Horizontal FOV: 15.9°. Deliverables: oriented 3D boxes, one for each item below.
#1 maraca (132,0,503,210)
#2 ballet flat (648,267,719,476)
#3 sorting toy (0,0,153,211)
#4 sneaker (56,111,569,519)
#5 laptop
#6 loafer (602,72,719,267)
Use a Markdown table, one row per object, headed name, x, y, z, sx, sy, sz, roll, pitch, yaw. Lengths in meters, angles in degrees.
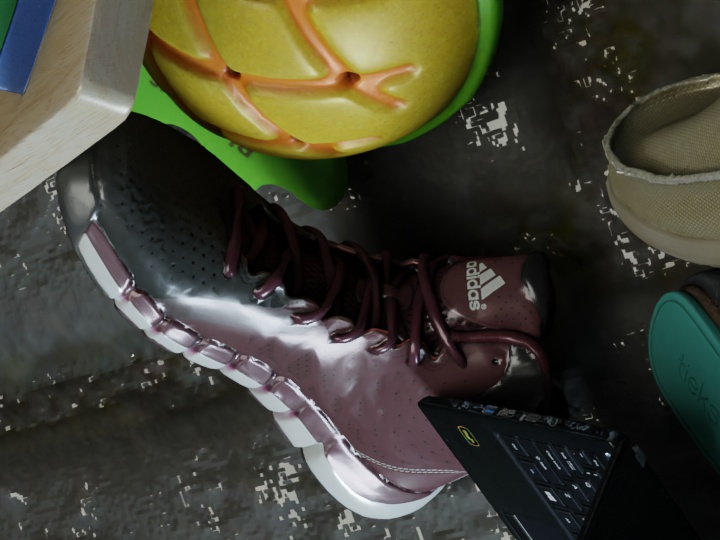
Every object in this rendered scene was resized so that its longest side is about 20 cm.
| name | x | y | z | sx | sy | sz | roll | pitch | yaw |
| --- | --- | --- | --- | --- | --- | --- | --- | --- | --- |
| maraca | -0.027 | -0.087 | 0.856 | 0.137 | 0.107 | 0.200 | 38 | 145 | -2 |
| ballet flat | 0.147 | 0.073 | 0.742 | 0.073 | 0.073 | 0.201 | -63 | 33 | 36 |
| sorting toy | -0.125 | -0.126 | 0.850 | 0.200 | 0.069 | 0.200 | -26 | 52 | 60 |
| sneaker | 0.000 | 0.000 | 0.848 | 0.115 | 0.076 | 0.200 | -20 | 134 | 32 |
| laptop | 0.078 | 0.142 | 0.761 | 0.178 | 0.103 | 0.200 | 55 | 161 | -17 |
| loafer | 0.138 | -0.047 | 0.720 | 0.199 | 0.076 | 0.069 | -1 | 122 | 53 |
